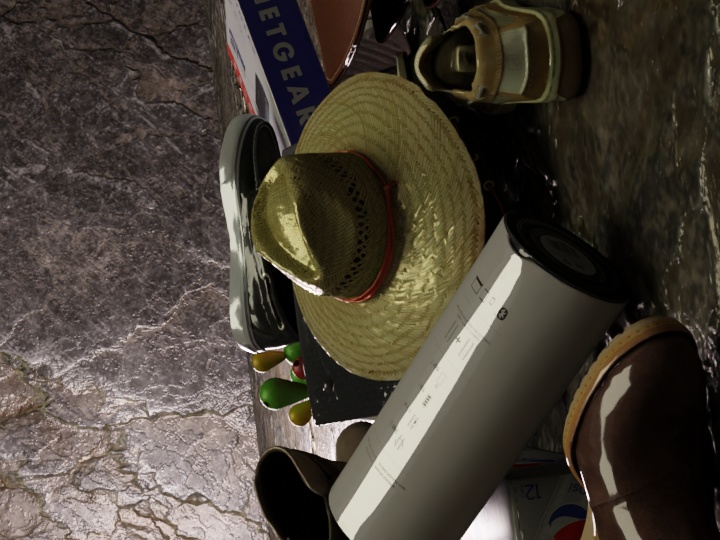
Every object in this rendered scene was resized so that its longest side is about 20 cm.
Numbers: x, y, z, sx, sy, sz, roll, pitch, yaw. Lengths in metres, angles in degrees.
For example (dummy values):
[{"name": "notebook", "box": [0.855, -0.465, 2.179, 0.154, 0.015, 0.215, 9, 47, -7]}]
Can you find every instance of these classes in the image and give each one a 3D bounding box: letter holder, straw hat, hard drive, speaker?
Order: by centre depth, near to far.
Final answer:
[{"name": "speaker", "box": [0.061, 0.071, 0.756, 0.201, 0.081, 0.081, -59, 26, 22]}, {"name": "straw hat", "box": [-0.021, -0.029, 0.857, 0.201, 0.085, 0.202, -1, 88, 48]}, {"name": "hard drive", "box": [0.000, 0.000, 0.939, 0.135, 0.042, 0.201, -19, 76, 56]}, {"name": "letter holder", "box": [0.024, -0.227, 0.981, 0.200, 0.100, 0.143, 125, 136, -75]}]

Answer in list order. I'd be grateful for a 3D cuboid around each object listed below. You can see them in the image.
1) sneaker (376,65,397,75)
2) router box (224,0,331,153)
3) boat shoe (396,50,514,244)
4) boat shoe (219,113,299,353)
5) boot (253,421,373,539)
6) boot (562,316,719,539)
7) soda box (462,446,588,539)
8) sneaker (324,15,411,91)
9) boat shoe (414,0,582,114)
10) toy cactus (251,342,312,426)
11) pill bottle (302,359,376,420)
[{"name": "sneaker", "box": [0.040, -0.064, 1.034, 0.075, 0.078, 0.201, 111, 152, -69]}, {"name": "router box", "box": [-0.065, -0.151, 1.206, 0.180, 0.049, 0.201, 104, 147, -74]}, {"name": "boat shoe", "box": [0.066, -0.075, 0.941, 0.074, 0.063, 0.202, 70, -176, -54]}, {"name": "boat shoe", "box": [-0.074, -0.033, 1.137, 0.069, 0.056, 0.201, 9, -104, -60]}, {"name": "boot", "box": [-0.010, 0.143, 0.866, 0.070, 0.146, 0.200, -49, 41, 10]}, {"name": "boot", "box": [0.156, 0.139, 0.611, 0.166, 0.072, 0.201, -129, 34, -50]}, {"name": "soda box", "box": [0.100, 0.150, 0.861, 0.200, 0.068, 0.064, 161, 103, -79]}, {"name": "sneaker", "box": [-0.001, -0.154, 1.211, 0.201, 0.078, 0.080, 93, 161, -48]}, {"name": "boat shoe", "box": [0.069, -0.132, 0.843, 0.200, 0.076, 0.072, -164, 68, -79]}, {"name": "toy cactus", "box": [0.010, 0.085, 1.172, 0.164, 0.200, 0.103, 6, 89, 39]}, {"name": "pill bottle", "box": [0.011, 0.017, 1.097, 0.200, 0.112, 0.113, -91, 2, -53]}]
